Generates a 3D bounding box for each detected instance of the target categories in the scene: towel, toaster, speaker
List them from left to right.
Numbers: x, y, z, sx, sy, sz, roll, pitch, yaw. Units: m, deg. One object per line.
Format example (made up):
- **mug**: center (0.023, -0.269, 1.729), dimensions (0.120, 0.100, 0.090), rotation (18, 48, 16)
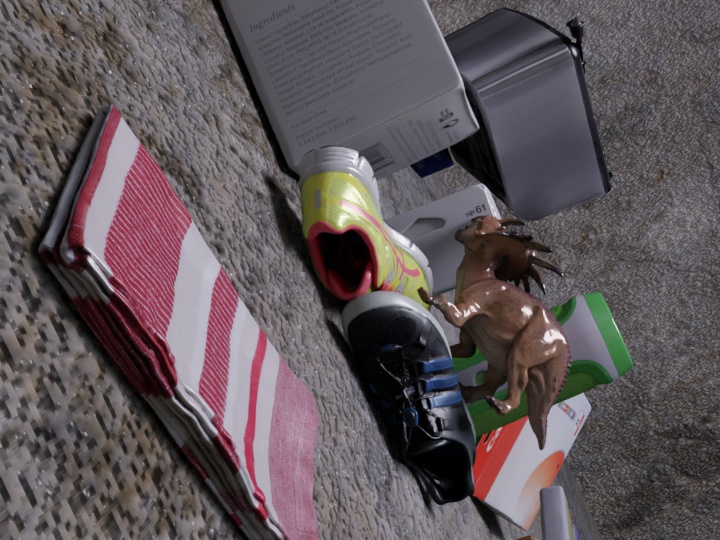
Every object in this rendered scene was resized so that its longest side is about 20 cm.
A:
- **towel**: center (-0.070, 0.031, 0.471), dimensions (0.201, 0.023, 0.144), rotation (60, 10, -29)
- **speaker**: center (0.139, 0.093, 0.922), dimensions (0.089, 0.199, 0.089), rotation (62, 10, -20)
- **toaster**: center (0.160, -0.168, 1.051), dimensions (0.201, 0.118, 0.181), rotation (68, -7, -30)

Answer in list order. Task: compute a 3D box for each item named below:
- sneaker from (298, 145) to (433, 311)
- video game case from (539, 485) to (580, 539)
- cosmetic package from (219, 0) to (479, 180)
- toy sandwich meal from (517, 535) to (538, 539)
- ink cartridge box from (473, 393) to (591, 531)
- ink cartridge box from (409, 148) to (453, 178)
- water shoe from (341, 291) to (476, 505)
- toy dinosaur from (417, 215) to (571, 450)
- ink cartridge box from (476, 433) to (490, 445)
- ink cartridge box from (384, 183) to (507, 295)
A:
- **sneaker**: center (0.000, 0.000, 0.816), dimensions (0.200, 0.078, 0.091), rotation (55, 28, -40)
- **video game case**: center (0.170, 0.298, 0.765), dimensions (0.201, 0.022, 0.183), rotation (-82, 154, -54)
- **cosmetic package**: center (-0.010, -0.198, 0.925), dimensions (0.165, 0.164, 0.201), rotation (26, 40, -78)
- **toy sandwich meal**: center (0.140, 0.309, 0.823), dimensions (0.205, 0.070, 0.207), rotation (-14, 90, -75)
- **ink cartridge box**: center (0.179, 0.180, 1.072), dimensions (0.050, 0.163, 0.200), rotation (26, -10, 24)
- **ink cartridge box**: center (0.044, -0.211, 1.122), dimensions (0.094, 0.044, 0.202), rotation (30, 41, -71)
- **water shoe**: center (0.049, 0.102, 0.798), dimensions (0.201, 0.071, 0.079), rotation (59, 14, -33)
- **toy dinosaur**: center (0.129, 0.043, 0.852), dimensions (0.201, 0.135, 0.086), rotation (56, -17, 9)
- **ink cartridge box**: center (0.133, 0.159, 1.150), dimensions (0.200, 0.059, 0.104), rotation (47, 21, -61)
- **ink cartridge box**: center (0.077, -0.019, 1.025), dimensions (0.200, 0.143, 0.085), rotation (2, 67, -79)
